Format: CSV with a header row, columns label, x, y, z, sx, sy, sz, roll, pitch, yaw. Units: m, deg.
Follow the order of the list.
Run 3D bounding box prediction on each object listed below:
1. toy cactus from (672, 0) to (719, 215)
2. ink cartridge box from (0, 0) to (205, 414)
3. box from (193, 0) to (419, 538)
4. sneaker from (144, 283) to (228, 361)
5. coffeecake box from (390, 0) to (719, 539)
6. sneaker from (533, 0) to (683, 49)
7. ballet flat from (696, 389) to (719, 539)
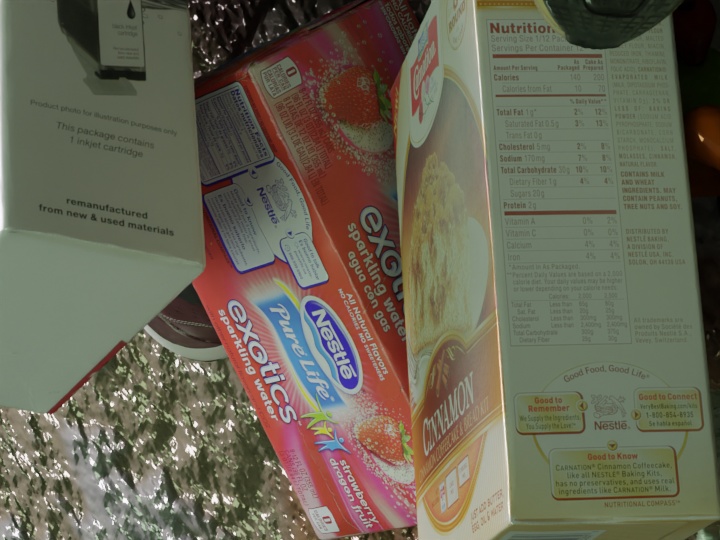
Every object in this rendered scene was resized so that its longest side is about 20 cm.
label,x,y,z,sx,sy,sz,roll,pitch,yaw
toy cactus,0.177,-0.001,0.780,0.200,0.102,0.165,36,154,20
ink cartridge box,-0.132,-0.066,0.882,0.147,0.082,0.201,-41,47,48
box,0.000,0.000,0.924,0.099,0.095,0.201,-17,102,50
sneaker,-0.109,-0.047,1.002,0.200,0.076,0.115,38,157,-7
coffeecake box,0.062,0.003,0.782,0.154,0.073,0.201,118,151,-71
sneaker,0.080,-0.157,0.731,0.076,0.201,0.089,8,159,-7
ballet flat,0.190,0.088,0.787,0.199,0.072,0.072,26,150,-29
